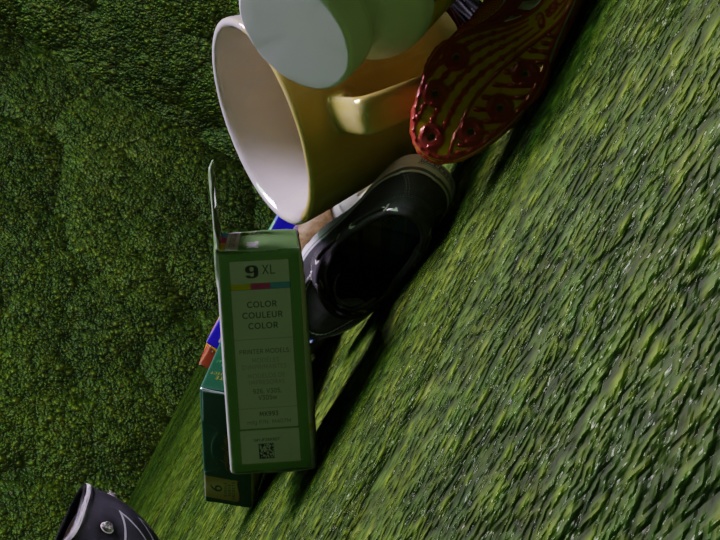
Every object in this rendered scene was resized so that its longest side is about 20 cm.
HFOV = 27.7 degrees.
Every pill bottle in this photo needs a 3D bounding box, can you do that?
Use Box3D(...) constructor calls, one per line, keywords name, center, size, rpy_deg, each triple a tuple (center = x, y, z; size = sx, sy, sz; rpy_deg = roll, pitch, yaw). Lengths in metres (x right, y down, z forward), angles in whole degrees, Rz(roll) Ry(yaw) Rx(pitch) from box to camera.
Box3D(name="pill bottle", center=(0.016, -0.204, 0.905), size=(0.200, 0.112, 0.112), rpy_deg=(-50, 0, -32))

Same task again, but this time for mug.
Box3D(name="mug", center=(0.003, -0.117, 1.022), size=(0.152, 0.187, 0.150), rpy_deg=(-22, -43, -21))

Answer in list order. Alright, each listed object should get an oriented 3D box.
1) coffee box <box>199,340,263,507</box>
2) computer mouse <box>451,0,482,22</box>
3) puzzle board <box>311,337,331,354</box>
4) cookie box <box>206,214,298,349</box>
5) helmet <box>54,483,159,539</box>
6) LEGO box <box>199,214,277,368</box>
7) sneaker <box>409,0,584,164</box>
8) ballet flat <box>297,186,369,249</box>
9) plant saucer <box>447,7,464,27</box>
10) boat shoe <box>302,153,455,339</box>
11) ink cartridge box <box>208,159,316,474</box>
Box3D(name="coffee box", center=(-0.083, 0.081, 1.190), size=(0.200, 0.044, 0.124), rpy_deg=(-71, -12, -54))
Box3D(name="computer mouse", center=(0.096, -0.222, 1.076), size=(0.044, 0.110, 0.200), rpy_deg=(-44, 7, -16))
Box3D(name="puzzle board", center=(0.004, -0.011, 1.249), size=(0.151, 0.017, 0.200), rpy_deg=(-63, 7, -19))
Box3D(name="cookie box", center=(-0.058, -0.011, 1.412), size=(0.172, 0.075, 0.200), rpy_deg=(-59, 0, 18))
Box3D(name="helmet", center=(-0.222, 0.260, 1.048), size=(0.200, 0.189, 0.202), rpy_deg=(172, 90, -70))
Box3D(name="LEGO box", center=(-0.092, 0.019, 1.607), size=(0.201, 0.077, 0.149), rpy_deg=(-60, 6, 10))
Box3D(name="sneaker", center=(0.101, -0.148, 0.910), size=(0.201, 0.073, 0.077), rpy_deg=(-55, -11, -4))
Box3D(name="ballet flat", center=(0.015, -0.087, 1.208), size=(0.201, 0.068, 0.072), rpy_deg=(-58, 24, -16))
Box3D(name="plant saucer", center=(0.027, -0.202, 1.339), size=(0.200, 0.037, 0.200), rpy_deg=(-50, -28, -5))
Box3D(name="boat shoe", center=(0.000, 0.000, 1.023), size=(0.200, 0.070, 0.066), rpy_deg=(-44, 14, 45))
Box3D(name="ink cartridge box", center=(-0.065, 0.026, 0.980), size=(0.104, 0.059, 0.202), rpy_deg=(-112, 18, -82))
